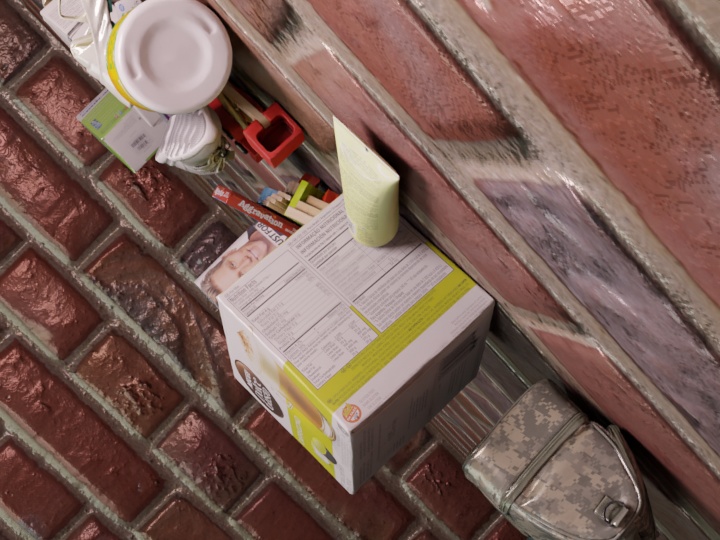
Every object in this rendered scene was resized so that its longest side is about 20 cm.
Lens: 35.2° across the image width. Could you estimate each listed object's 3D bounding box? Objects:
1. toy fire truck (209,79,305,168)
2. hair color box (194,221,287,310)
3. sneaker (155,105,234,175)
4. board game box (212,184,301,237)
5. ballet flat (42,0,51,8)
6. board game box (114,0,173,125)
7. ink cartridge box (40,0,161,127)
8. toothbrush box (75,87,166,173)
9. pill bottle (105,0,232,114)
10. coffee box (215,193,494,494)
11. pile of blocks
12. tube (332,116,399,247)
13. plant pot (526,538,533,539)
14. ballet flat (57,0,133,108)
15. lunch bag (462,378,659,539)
[{"bbox_3d":[-0.141,-0.184,1.265,0.200,0.049,0.141,45,174,12],"label":"toy fire truck"},{"bbox_3d":[-0.146,-0.013,1.735,0.100,0.200,0.061,39,172,40],"label":"hair color box"},{"bbox_3d":[-0.175,-0.147,1.283,0.082,0.075,0.200,18,178,-17],"label":"sneaker"},{"bbox_3d":[-0.081,-0.046,1.370,0.199,0.020,0.103,28,178,-18],"label":"board game box"},{"bbox_3d":[-0.484,-0.435,1.850,0.200,0.062,0.067,42,173,32],"label":"ballet flat"},{"bbox_3d":[-0.232,-0.229,1.403,0.200,0.034,0.135,56,-167,-63],"label":"board game box"},{"bbox_3d":[-0.357,-0.319,1.654,0.200,0.084,0.146,41,173,38],"label":"ink cartridge box"},{"bbox_3d":[-0.380,-0.263,1.911,0.086,0.146,0.200,48,173,-32],"label":"toothbrush box"},{"bbox_3d":[-0.201,-0.216,1.152,0.111,0.111,0.200,47,174,-18],"label":"pill bottle"},{"bbox_3d":[-0.007,0.071,1.176,0.198,0.200,0.200,42,159,19],"label":"coffee box"},{"bbox_3d":[-0.073,-0.089,1.353,0.082,0.062,0.200,29,178,-28],"label":"pile of blocks"},{"bbox_3d":[0.010,-0.074,1.021,0.058,0.052,0.200,2,164,4],"label":"tube"},{"bbox_3d":[0.550,0.875,3.366,0.200,0.135,0.200,44,175,5],"label":"plant pot"},{"bbox_3d":[-0.299,-0.274,1.264,0.069,0.069,0.201,36,141,55],"label":"ballet flat"},{"bbox_3d":[0.218,0.224,1.150,0.168,0.139,0.200,42,174,28],"label":"lunch bag"}]
